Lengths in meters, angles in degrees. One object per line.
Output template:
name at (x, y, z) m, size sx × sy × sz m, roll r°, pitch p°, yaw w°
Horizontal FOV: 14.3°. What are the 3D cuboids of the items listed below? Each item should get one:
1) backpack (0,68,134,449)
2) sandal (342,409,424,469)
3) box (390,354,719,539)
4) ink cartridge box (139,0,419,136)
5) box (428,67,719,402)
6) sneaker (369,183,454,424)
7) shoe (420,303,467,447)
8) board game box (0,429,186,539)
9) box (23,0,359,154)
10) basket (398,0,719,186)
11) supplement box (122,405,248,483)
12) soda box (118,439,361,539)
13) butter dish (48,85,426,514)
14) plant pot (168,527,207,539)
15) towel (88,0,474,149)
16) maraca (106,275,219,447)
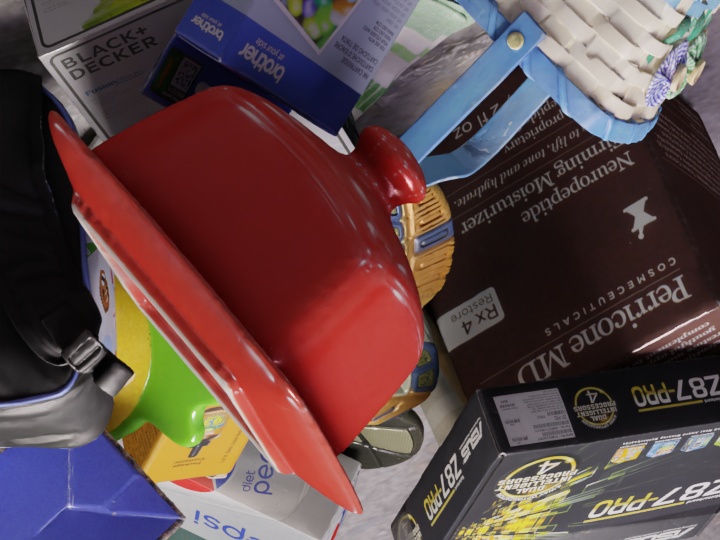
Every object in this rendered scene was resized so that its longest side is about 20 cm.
backpack at (-0.206, -0.001, 1.477) m, size 0.198 × 0.192 × 0.154 m, roll -1°, pitch 161°, yaw 3°
sandal at (-0.052, 0.066, 1.783) m, size 0.200 × 0.058 × 0.080 m, roll 18°, pitch 147°, yaw 16°
box at (0.133, 0.112, 1.639) m, size 0.199 × 0.049 × 0.161 m, roll -7°, pitch 152°, yaw -25°
ink cartridge box at (-0.016, -0.147, 1.410) m, size 0.201 × 0.042 × 0.119 m, roll -56°, pitch 147°, yaw 2°
box at (0.139, -0.002, 1.709) m, size 0.165 × 0.201 × 0.164 m, roll -30°, pitch 151°, yaw 17°
sneaker at (0.000, 0.000, 1.630) m, size 0.075 × 0.088 × 0.201 m, roll -19°, pitch 144°, yaw -21°
shoe at (0.049, 0.068, 1.774) m, size 0.053 × 0.200 × 0.070 m, roll -43°, pitch 137°, yaw 14°
board game box at (-0.212, 0.179, 1.569) m, size 0.159 × 0.097 × 0.200 m, roll -42°, pitch 179°, yaw -36°
box at (-0.084, -0.100, 1.494) m, size 0.116 × 0.060 × 0.200 m, roll -22°, pitch 145°, yaw 7°
basket at (0.095, -0.116, 1.502) m, size 0.200 × 0.139 × 0.176 m, roll -42°, pitch 175°, yaw 21°
supplement box at (-0.084, 0.048, 1.653) m, size 0.066 × 0.069 × 0.200 m, roll -5°, pitch 147°, yaw -26°
soda box at (-0.104, 0.116, 1.778) m, size 0.199 × 0.064 × 0.068 m, roll 25°, pitch 148°, yaw 5°
butter dish at (-0.032, -0.011, 1.384) m, size 0.148 × 0.200 × 0.200 m, roll -40°, pitch 156°, yaw -6°
plant pot at (-0.106, 0.190, 1.892) m, size 0.199 × 0.197 × 0.201 m, roll -15°, pitch 152°, yaw -8°
towel at (-0.047, -0.103, 1.589) m, size 0.152 × 0.024 × 0.200 m, roll 11°, pitch 139°, yaw -45°
maraca at (-0.150, 0.033, 1.590) m, size 0.199 × 0.138 × 0.107 m, roll 6°, pitch -162°, yaw 35°
